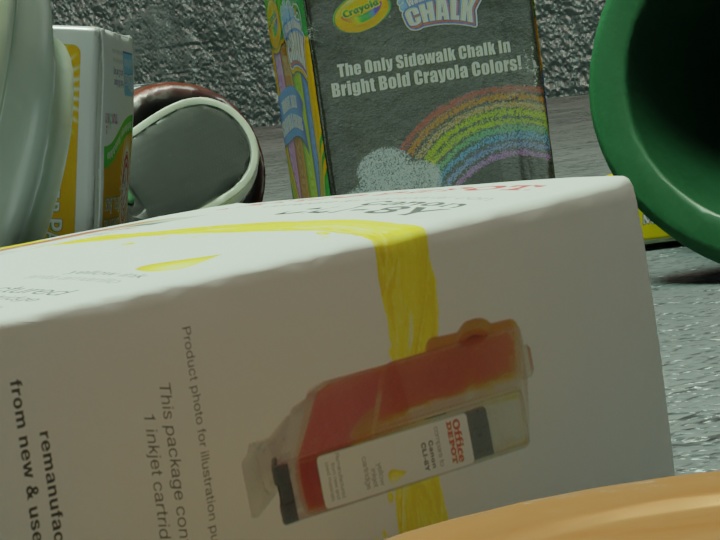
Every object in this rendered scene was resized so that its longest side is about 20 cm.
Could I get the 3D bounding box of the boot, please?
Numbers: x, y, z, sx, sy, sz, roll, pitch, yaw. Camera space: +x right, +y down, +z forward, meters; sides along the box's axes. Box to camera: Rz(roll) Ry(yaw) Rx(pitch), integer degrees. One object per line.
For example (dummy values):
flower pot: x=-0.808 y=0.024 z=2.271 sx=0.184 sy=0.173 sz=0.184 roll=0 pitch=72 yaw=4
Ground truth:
boot: x=-0.143 y=0.005 z=1.214 sx=0.200 sy=0.073 sz=0.144 roll=-26 pitch=-14 yaw=-19

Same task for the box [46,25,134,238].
box: x=-0.197 y=-0.051 z=1.082 sx=0.199 sy=0.102 sz=0.112 roll=3 pitch=3 yaw=3

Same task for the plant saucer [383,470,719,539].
plant saucer: x=0.064 y=0.061 z=0.441 sx=0.200 sy=0.032 sz=0.200 roll=-7 pitch=5 yaw=1

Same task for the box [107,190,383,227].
box: x=-0.048 y=0.015 z=0.923 sx=0.116 sy=0.060 sz=0.200 roll=-7 pitch=6 yaw=7

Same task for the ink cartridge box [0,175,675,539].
ink cartridge box: x=-0.048 y=0.034 z=0.597 sx=0.200 sy=0.084 sz=0.145 roll=-12 pitch=7 yaw=-44

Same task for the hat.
hat: x=0.202 y=-0.074 z=1.171 sx=0.200 sy=0.166 sz=0.176 roll=37 pitch=8 yaw=28

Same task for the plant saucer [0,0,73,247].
plant saucer: x=-0.142 y=-0.037 z=0.939 sx=0.050 sy=0.201 sz=0.200 roll=15 pitch=-3 yaw=-22

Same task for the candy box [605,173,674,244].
candy box: x=0.182 y=-0.038 z=1.363 sx=0.102 sy=0.026 sz=0.200 roll=-5 pitch=6 yaw=2

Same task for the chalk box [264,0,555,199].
chalk box: x=0.023 y=-0.109 z=1.393 sx=0.124 sy=0.201 sz=0.124 roll=-8 pitch=5 yaw=-10

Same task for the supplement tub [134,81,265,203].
supplement tub: x=-0.133 y=-0.054 z=1.530 sx=0.107 sy=0.107 sz=0.200 roll=-9 pitch=5 yaw=-20
